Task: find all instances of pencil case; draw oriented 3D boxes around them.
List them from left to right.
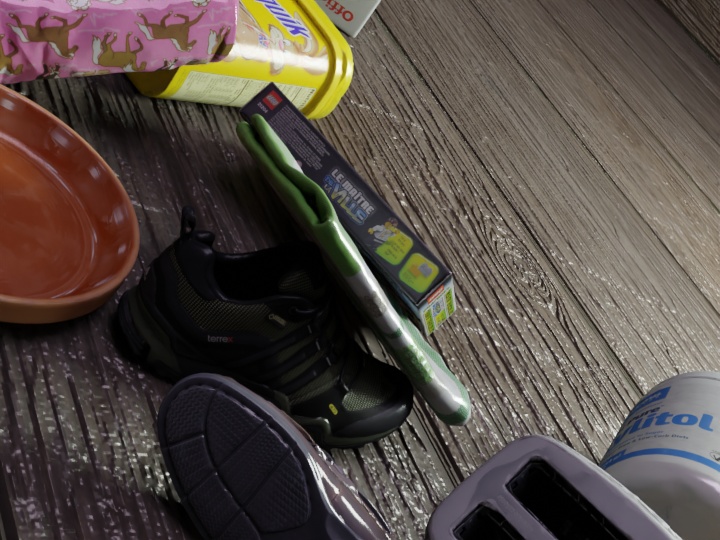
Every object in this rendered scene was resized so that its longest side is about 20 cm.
[{"bbox_3d":[-0.184,-0.175,0.735,0.198,0.084,0.086,-13,24,-29],"label":"pencil case"}]

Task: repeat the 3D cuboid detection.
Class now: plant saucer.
[{"bbox_3d":[-0.221,-0.045,0.613,0.199,0.032,0.201,30,28,-17],"label":"plant saucer"}]

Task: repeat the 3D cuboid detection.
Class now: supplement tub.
[{"bbox_3d":[0.230,0.161,0.759,0.132,0.132,0.200,43,27,9],"label":"supplement tub"}]

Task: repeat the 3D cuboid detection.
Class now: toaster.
[{"bbox_3d":[0.110,0.172,0.544,0.200,0.113,0.130,44,-15,42],"label":"toaster"}]

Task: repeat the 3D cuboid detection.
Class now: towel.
[{"bbox_3d":[0.000,0.000,0.692,0.149,0.031,0.201,50,-5,49],"label":"towel"}]

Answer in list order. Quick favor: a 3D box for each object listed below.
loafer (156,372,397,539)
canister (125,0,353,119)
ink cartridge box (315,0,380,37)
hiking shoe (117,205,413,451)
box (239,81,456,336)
[{"bbox_3d":[-0.027,0.134,0.564,0.200,0.072,0.063,47,8,2],"label":"loafer"},{"bbox_3d":[-0.118,-0.203,0.923,0.199,0.087,0.149,-4,51,-51],"label":"canister"},{"bbox_3d":[-0.007,-0.392,1.225,0.143,0.200,0.084,33,31,-10],"label":"ink cartridge box"},{"bbox_3d":[-0.038,0.038,0.640,0.198,0.101,0.076,24,32,-26],"label":"hiking shoe"},{"bbox_3d":[-0.007,-0.044,0.819,0.200,0.035,0.110,48,-5,16],"label":"box"}]
